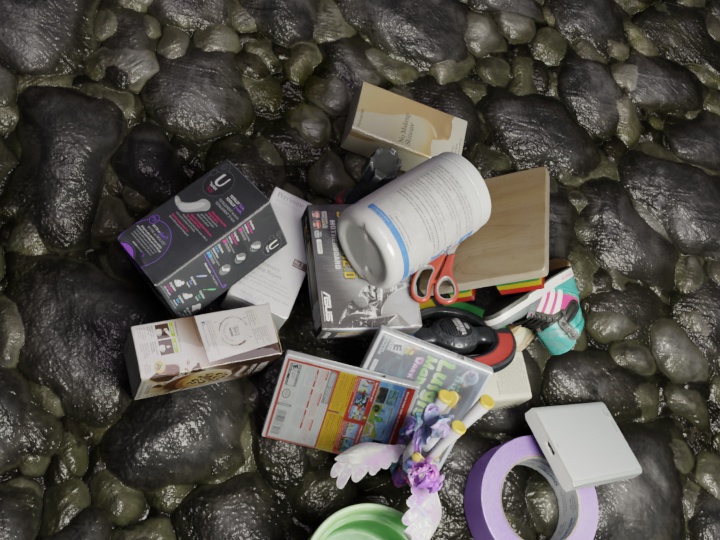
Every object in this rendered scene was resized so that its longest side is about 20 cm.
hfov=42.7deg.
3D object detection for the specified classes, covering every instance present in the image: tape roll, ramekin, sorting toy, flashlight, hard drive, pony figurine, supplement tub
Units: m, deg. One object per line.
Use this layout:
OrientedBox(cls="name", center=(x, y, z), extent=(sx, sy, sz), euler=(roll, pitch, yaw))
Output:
OrientedBox(cls="tape roll", center=(0.262, 0.358, 1.410), extent=(0.199, 0.066, 0.201), euler=(8, 66, -17))
OrientedBox(cls="ramekin", center=(0.001, 0.429, 1.266), extent=(0.199, 0.098, 0.201), euler=(7, 66, -17))
OrientedBox(cls="sorting toy", center=(0.204, -0.047, 1.443), extent=(0.070, 0.199, 0.200), euler=(51, 38, -44))
OrientedBox(cls="flashlight", center=(0.009, -0.128, 1.439), extent=(0.068, 0.200, 0.068), euler=(-13, 73, -25))
OrientedBox(cls="hard drive", center=(0.351, 0.272, 1.441), extent=(0.199, 0.026, 0.132), euler=(4, 51, -44))
OrientedBox(cls="pony figurine", center=(0.081, 0.258, 1.266), extent=(0.166, 0.200, 0.193), euler=(42, 29, 15))
OrientedBox(cls="supplement tub", center=(0.078, -0.074, 1.339), extent=(0.199, 0.132, 0.132), euler=(-32, 82, -25))

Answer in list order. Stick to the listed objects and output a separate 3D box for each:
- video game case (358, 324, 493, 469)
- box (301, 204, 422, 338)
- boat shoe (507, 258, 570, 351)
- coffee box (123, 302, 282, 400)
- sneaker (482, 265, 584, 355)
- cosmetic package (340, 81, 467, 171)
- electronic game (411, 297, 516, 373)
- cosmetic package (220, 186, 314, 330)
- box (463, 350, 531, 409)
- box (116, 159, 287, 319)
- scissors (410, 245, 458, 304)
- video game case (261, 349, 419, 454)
OrientedBox(cls="video game case", center=(0.071, 0.196, 1.351), extent=(0.181, 0.201, 0.023), euler=(21, 21, -11))
OrientedBox(cls="box", center=(0.000, 0.000, 1.386), extent=(0.157, 0.048, 0.201), euler=(0, 69, -17))
OrientedBox(cls="boat shoe", center=(0.296, 0.057, 1.551), extent=(0.200, 0.072, 0.065), euler=(-48, 126, -32))
OrientedBox(cls="coffee box", center=(-0.225, 0.115, 1.304), extent=(0.199, 0.113, 0.080), euler=(-10, 72, -23))
OrientedBox(cls="sneaker", center=(0.281, 0.082, 1.448), extent=(0.199, 0.083, 0.121), euler=(-25, 95, -35))
OrientedBox(cls="cosmetic package", center=(0.075, -0.234, 1.579), extent=(0.199, 0.071, 0.106), euler=(18, 64, -13))
OrientedBox(cls="electronic game", center=(0.145, 0.101, 1.434), extent=(0.199, 0.042, 0.200), euler=(8, 29, -4))
OrientedBox(cls="cosmetic package", center=(-0.130, -0.018, 1.416), extent=(0.101, 0.074, 0.201), euler=(24, 64, -10))
OrientedBox(cls="box", center=(0.162, 0.180, 1.444), extent=(0.199, 0.068, 0.083), euler=(-1, 69, -20))
OrientedBox(cls="box", center=(-0.225, -0.043, 1.325), extent=(0.200, 0.106, 0.122), euler=(-38, 56, -13))
OrientedBox(cls="scissors", center=(0.129, -0.032, 1.399), extent=(0.073, 0.014, 0.201), euler=(13, 61, 9))
OrientedBox(cls="video game case", center=(-0.030, 0.201, 1.329), extent=(0.199, 0.144, 0.017), euler=(15, 23, -8))
